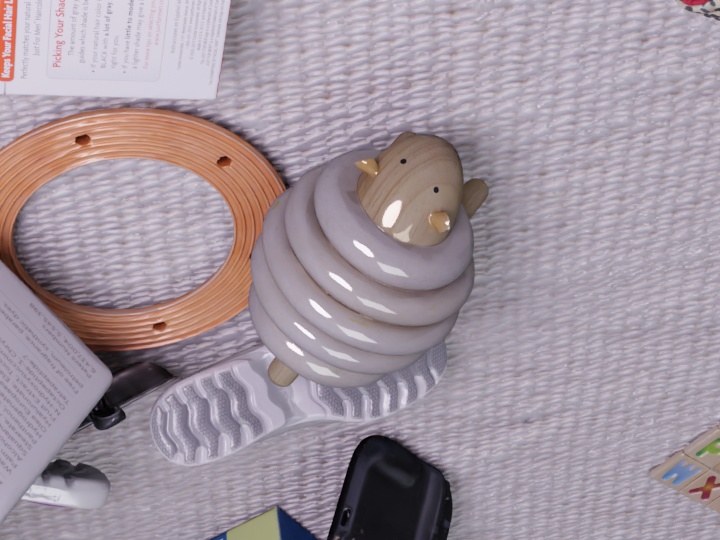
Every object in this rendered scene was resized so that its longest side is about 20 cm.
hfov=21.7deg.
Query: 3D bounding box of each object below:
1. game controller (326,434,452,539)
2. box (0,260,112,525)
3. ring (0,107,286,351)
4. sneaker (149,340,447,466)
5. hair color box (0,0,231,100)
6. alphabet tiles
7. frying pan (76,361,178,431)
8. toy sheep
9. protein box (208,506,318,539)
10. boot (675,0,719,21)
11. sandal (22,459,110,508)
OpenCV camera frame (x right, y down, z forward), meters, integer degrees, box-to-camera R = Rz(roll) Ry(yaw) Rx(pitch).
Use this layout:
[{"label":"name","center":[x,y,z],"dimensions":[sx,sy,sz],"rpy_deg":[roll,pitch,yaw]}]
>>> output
[{"label":"game controller","center":[0.009,0.215,1.279],"dimensions":[0.104,0.200,0.042],"rpy_deg":[34,150,-33]},{"label":"box","center":[-0.287,0.080,1.025],"dimensions":[0.200,0.171,0.199],"rpy_deg":[46,118,-7]},{"label":"ring","center":[-0.140,-0.024,1.109],"dimensions":[0.200,0.019,0.200],"rpy_deg":[-5,137,-5]},{"label":"sneaker","center":[-0.043,0.066,1.202],"dimensions":[0.200,0.082,0.075],"rpy_deg":[-14,95,-13]},{"label":"hair color box","center":[-0.167,-0.147,0.938],"dimensions":[0.200,0.064,0.111],"rpy_deg":[0,138,-14]},{"label":"alphabet tiles","center":[0.340,0.142,1.400],"dimensions":[0.200,0.008,0.167],"rpy_deg":[29,124,-35]},{"label":"frying pan","center":[-0.174,0.090,1.139],"dimensions":[0.115,0.031,0.190],"rpy_deg":[-28,179,9]},{"label":"toy sheep","center":[0.000,0.000,1.075],"dimensions":[0.138,0.138,0.200],"rpy_deg":[11,131,-23]},{"label":"protein box","center":[-0.051,0.318,1.362],"dimensions":[0.135,0.199,0.200],"rpy_deg":[-28,134,19]},{"label":"boot","center":[0.278,-0.179,0.986],"dimensions":[0.154,0.074,0.204],"rpy_deg":[17,134,-34]},{"label":"sandal","center":[-0.262,0.139,1.190],"dimensions":[0.202,0.082,0.050],"rpy_deg":[8,93,-3]}]
